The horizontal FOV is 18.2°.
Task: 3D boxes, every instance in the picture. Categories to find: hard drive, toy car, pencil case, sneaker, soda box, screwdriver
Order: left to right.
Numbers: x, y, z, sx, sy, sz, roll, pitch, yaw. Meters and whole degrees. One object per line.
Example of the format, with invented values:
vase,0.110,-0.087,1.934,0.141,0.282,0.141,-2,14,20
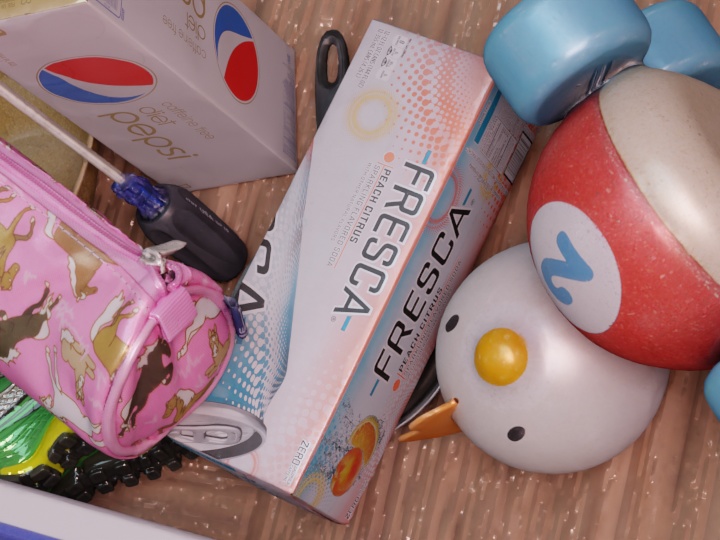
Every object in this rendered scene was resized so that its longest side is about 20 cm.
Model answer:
pencil case,-0.142,-0.009,0.918,0.200,0.083,0.087,35,87,26
sneaker,-0.152,0.075,1.020,0.200,0.078,0.085,-29,48,10
screwdriver,-0.115,-0.044,0.965,0.028,0.200,0.029,-12,60,33
soda box,-0.097,-0.098,0.973,0.068,0.200,0.064,-9,68,21
hard drive,-0.052,0.128,0.912,0.200,0.132,0.025,12,78,27
soda box,0.000,0.000,0.943,0.068,0.064,0.200,22,80,27
toy car,0.086,0.020,0.879,0.200,0.177,0.185,-40,72,21

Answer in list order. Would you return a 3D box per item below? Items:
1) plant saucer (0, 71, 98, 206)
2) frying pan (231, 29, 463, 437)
plant saucer,-0.190,-0.012,1.049,0.200,0.035,0.200,-27,40,25
frying pan,-0.019,-0.004,1.002,0.115,0.031,0.190,-30,60,9
